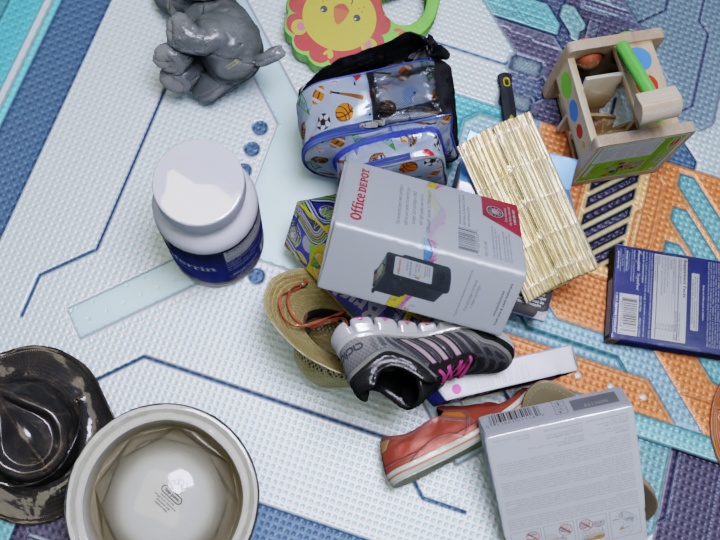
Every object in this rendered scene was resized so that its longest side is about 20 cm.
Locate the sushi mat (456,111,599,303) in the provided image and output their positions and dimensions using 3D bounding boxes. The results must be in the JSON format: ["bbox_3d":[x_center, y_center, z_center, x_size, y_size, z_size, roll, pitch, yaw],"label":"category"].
[{"bbox_3d":[0.191,-0.073,0.983,0.095,0.012,0.201,-24,89,2],"label":"sushi mat"}]

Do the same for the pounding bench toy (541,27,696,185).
[{"bbox_3d":[0.316,-0.219,1.037,0.123,0.200,0.157,-10,75,-6],"label":"pounding bench toy"}]

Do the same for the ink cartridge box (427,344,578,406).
[{"bbox_3d":[0.138,0.125,0.979,0.198,0.095,0.037,-10,78,-6],"label":"ink cartridge box"}]

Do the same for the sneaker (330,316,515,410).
[{"bbox_3d":[0.069,0.101,0.879,0.198,0.074,0.088,4,52,-18],"label":"sneaker"}]

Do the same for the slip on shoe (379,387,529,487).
[{"bbox_3d":[0.112,0.177,0.978,0.199,0.074,0.061,-25,68,-7],"label":"slip on shoe"}]

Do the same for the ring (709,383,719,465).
[{"bbox_3d":[0.516,0.193,1.024,0.199,0.019,0.202,1,73,-3],"label":"ring"}]

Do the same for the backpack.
[{"bbox_3d":[0.020,-0.163,1.020,0.189,0.200,0.155,-2,73,9],"label":"backpack"}]

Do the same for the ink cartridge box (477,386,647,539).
[{"bbox_3d":[0.225,0.237,0.942,0.159,0.047,0.201,-13,112,2],"label":"ink cartridge box"}]

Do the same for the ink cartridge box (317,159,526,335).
[{"bbox_3d":[0.063,-0.028,0.904,0.198,0.083,0.146,15,33,-3],"label":"ink cartridge box"}]

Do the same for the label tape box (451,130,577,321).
[{"bbox_3d":[0.172,-0.056,1.022,0.143,0.063,0.202,15,92,1],"label":"label tape box"}]

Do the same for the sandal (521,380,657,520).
[{"bbox_3d":[0.256,0.198,0.988,0.078,0.070,0.212,-41,99,17],"label":"sandal"}]

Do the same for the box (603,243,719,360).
[{"bbox_3d":[0.402,0.043,1.053,0.198,0.032,0.122,9,74,1],"label":"box"}]

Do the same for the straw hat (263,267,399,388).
[{"bbox_3d":[-0.028,0.087,0.980,0.200,0.085,0.202,18,31,-12],"label":"straw hat"}]

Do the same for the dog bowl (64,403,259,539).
[{"bbox_3d":[-0.210,0.247,0.924,0.198,0.074,0.202,2,75,-9],"label":"dog bowl"}]

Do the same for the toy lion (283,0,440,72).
[{"bbox_3d":[0.003,-0.343,1.131,0.198,0.069,0.193,9,80,-1],"label":"toy lion"}]

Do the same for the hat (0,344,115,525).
[{"bbox_3d":[-0.371,0.174,0.941,0.199,0.081,0.202,1,74,-2],"label":"hat"}]

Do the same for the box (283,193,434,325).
[{"bbox_3d":[0.000,0.000,0.978,0.064,0.070,0.200,-17,50,-41],"label":"box"}]

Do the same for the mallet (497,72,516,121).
[{"bbox_3d":[0.206,-0.164,1.101,0.065,0.041,0.202,5,70,-1],"label":"mallet"}]

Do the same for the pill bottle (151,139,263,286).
[{"bbox_3d":[-0.169,-0.062,0.960,0.115,0.200,0.117,1,73,-3],"label":"pill bottle"}]

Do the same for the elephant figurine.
[{"bbox_3d":[-0.190,-0.326,1.082,0.154,0.141,0.201,18,54,-28],"label":"elephant figurine"}]
